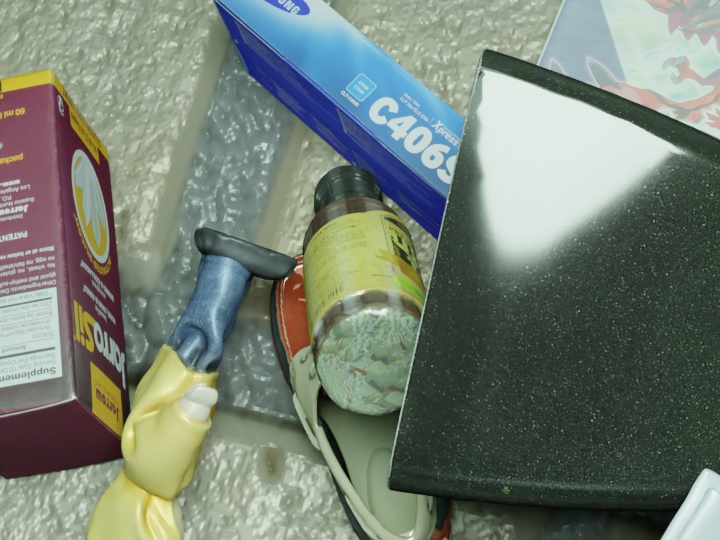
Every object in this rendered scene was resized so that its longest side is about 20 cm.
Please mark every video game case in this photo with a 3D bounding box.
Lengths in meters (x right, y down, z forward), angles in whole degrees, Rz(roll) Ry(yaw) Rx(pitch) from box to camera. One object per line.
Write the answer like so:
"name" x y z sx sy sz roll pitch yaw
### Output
"video game case" 0.196 -0.107 0.948 0.198 0.023 0.184 14 68 26

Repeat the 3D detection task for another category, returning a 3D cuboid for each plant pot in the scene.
"plant pot" 0.134 0.020 0.811 0.175 0.200 0.202 12 91 14

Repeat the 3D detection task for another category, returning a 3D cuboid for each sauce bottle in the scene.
"sauce bottle" 0.000 0.000 0.889 0.064 0.065 0.201 -17 29 4

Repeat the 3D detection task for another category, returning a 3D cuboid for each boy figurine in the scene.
"boy figurine" -0.095 0.078 0.908 0.064 0.124 0.202 18 85 -10

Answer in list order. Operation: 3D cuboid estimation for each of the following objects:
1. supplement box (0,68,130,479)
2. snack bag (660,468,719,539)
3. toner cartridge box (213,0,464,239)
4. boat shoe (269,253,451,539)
"supplement box" -0.191 0.004 0.954 0.085 0.111 0.202 -11 67 6
"snack bag" 0.179 0.206 0.758 0.190 0.199 0.021 -61 25 6
"toner cartridge box" 0.003 -0.093 0.963 0.043 0.095 0.200 -44 68 -10
"boat shoe" -0.003 0.071 0.917 0.071 0.063 0.202 -24 65 3
